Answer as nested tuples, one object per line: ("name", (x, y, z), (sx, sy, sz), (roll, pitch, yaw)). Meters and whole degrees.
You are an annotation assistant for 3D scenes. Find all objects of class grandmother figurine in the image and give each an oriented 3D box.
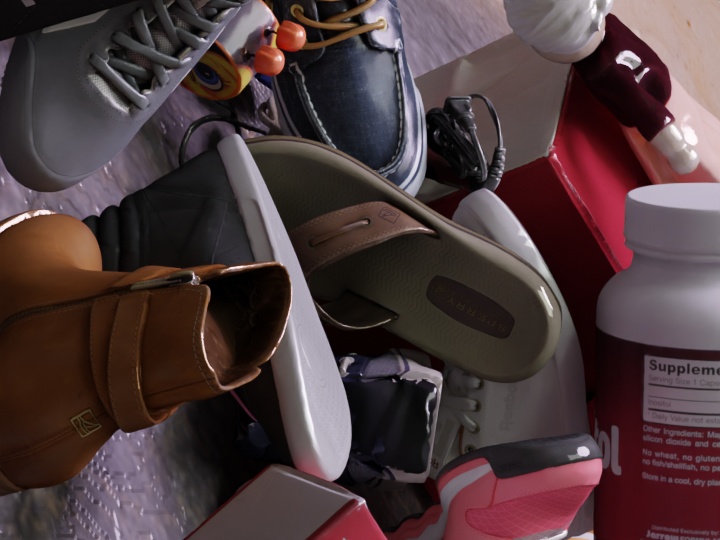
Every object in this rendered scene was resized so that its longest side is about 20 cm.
("grandmother figurine", (0.141, -0.091, 1.519), (0.200, 0.061, 0.121), (41, 8, -38))

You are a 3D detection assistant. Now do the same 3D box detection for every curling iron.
("curling iron", (0.017, -0.073, 1.526), (0.025, 0.200, 0.050), (-8, 102, -28))

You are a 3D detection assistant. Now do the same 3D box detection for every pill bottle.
("pill bottle", (0.171, 0.062, 1.456), (0.113, 0.112, 0.201), (-25, 117, -66))

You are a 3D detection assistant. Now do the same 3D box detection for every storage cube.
("storage cube", (0.084, -0.007, 1.599), (0.180, 0.170, 0.200), (56, 27, -24))

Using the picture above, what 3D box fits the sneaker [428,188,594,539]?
("sneaker", (0.064, 0.060, 1.470), (0.073, 0.084, 0.201), (40, -31, 59))

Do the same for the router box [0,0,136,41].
("router box", (-0.083, -0.186, 1.257), (0.051, 0.199, 0.150), (54, 31, -44))

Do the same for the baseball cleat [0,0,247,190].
("baseball cleat", (-0.082, -0.120, 1.287), (0.070, 0.106, 0.201), (40, 73, -29))

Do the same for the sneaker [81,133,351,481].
("sneaker", (-0.069, 0.032, 1.304), (0.071, 0.099, 0.201), (61, 6, -46))

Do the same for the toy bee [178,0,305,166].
("toy bee", (-0.077, -0.128, 1.400), (0.200, 0.108, 0.132), (33, 70, -39))

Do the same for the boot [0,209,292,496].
("boot", (-0.096, 0.020, 1.203), (0.074, 0.154, 0.200), (57, 26, -24))

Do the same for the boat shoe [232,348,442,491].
("boat shoe", (-0.015, 0.067, 1.449), (0.200, 0.092, 0.075), (127, -27, -83))

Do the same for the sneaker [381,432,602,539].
("sneaker", (0.065, 0.143, 1.404), (0.073, 0.200, 0.087), (-6, 65, -32))

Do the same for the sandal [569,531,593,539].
("sandal", (0.111, 0.171, 1.639), (0.059, 0.079, 0.207), (62, 16, -13))

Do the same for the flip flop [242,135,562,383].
("flip flop", (0.000, 0.000, 1.411), (0.199, 0.081, 0.058), (27, 25, 6))

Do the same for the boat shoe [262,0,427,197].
("boat shoe", (-0.016, -0.130, 1.440), (0.091, 0.070, 0.201), (102, -29, -74))

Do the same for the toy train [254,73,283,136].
("toy train", (-0.011, -0.134, 1.526), (0.085, 0.115, 0.201), (29, 33, -56))

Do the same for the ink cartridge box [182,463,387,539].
("ink cartridge box", (-0.020, 0.205, 1.218), (0.147, 0.083, 0.201), (-41, 114, -19))

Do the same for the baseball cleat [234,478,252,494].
("baseball cleat", (-0.046, 0.143, 1.343), (0.107, 0.070, 0.200), (65, 15, 18))
